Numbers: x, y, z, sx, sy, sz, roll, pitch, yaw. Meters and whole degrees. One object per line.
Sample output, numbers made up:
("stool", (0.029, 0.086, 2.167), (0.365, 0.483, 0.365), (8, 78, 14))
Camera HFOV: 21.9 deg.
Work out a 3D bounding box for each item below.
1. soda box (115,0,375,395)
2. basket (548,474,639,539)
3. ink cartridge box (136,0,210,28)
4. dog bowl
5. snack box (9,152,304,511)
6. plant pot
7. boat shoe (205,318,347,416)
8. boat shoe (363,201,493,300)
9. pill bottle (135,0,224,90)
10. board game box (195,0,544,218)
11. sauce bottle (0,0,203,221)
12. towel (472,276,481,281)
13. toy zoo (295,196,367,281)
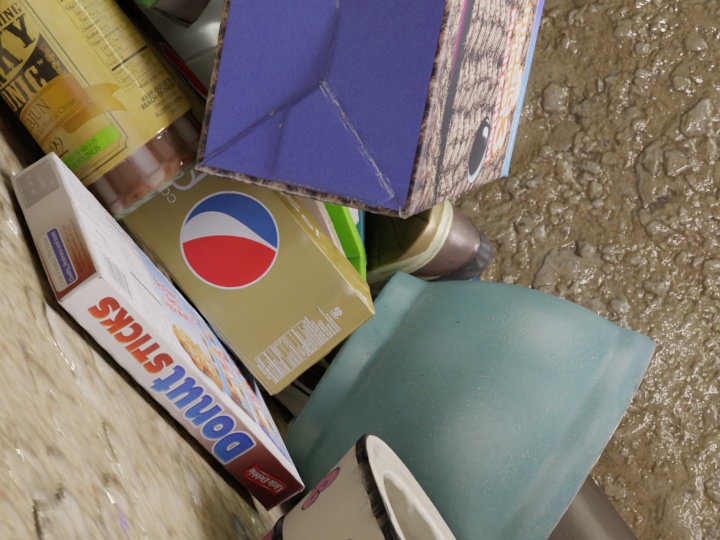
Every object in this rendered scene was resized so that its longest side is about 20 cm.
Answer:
("soda box", (-0.079, -0.041, 0.866), (0.200, 0.064, 0.068), (51, 5, -9))
("basket", (0.102, 0.164, 1.357), (0.200, 0.136, 0.180), (57, -9, 12))
("ink cartridge box", (-0.122, -0.228, 0.836), (0.200, 0.146, 0.084), (37, 8, 6))
("dog bowl", (0.023, 0.172, 0.763), (0.200, 0.074, 0.200), (59, 5, -8))
("snack box", (-0.082, 0.031, 0.794), (0.072, 0.024, 0.200), (61, 4, 38))
("plant pot", (0.041, 0.084, 0.954), (0.134, 0.201, 0.200), (33, 3, 5))
("boat shoe", (-0.032, 0.032, 1.038), (0.072, 0.071, 0.200), (64, 9, 31))
("boat shoe", (0.001, -0.001, 1.093), (0.066, 0.072, 0.201), (33, -26, -25))
("pill bottle", (-0.126, -0.161, 0.990), (0.200, 0.112, 0.112), (61, 5, 13))
("board game box", (0.017, -0.119, 0.834), (0.200, 0.097, 0.160), (-28, 131, -72))
("sauce bottle", (-0.143, -0.114, 0.785), (0.200, 0.065, 0.065), (53, 5, -6))
("towel", (0.006, -0.017, 1.238), (0.048, 0.112, 0.200), (-26, 85, -54))
("toy zoo", (-0.022, -0.088, 1.013), (0.131, 0.020, 0.200), (67, 17, -48))
